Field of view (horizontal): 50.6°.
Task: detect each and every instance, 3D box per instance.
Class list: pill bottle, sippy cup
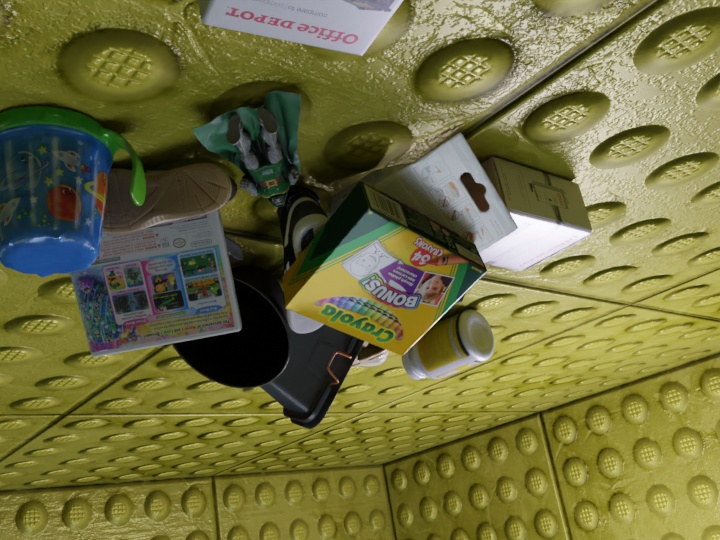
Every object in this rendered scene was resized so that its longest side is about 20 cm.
[{"bbox_3d":[0.184,0.168,1.649,0.110,0.115,0.198,10,151,-43],"label":"pill bottle"},{"bbox_3d":[-0.315,-0.071,0.768,0.175,0.134,0.138,-24,155,34],"label":"sippy cup"}]

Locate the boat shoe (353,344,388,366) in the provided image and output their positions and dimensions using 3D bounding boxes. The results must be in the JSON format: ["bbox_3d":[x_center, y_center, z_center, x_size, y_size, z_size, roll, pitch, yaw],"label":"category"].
[{"bbox_3d":[-0.029,0.178,1.638,0.195,0.074,0.065,-6,151,-19],"label":"boat shoe"}]

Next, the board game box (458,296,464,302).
[{"bbox_3d":[0.109,0.002,1.151,0.197,0.028,0.138,-12,133,-44],"label":"board game box"}]

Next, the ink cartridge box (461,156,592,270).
[{"bbox_3d":[0.210,-0.074,1.086,0.197,0.085,0.146,8,152,-39],"label":"ink cartridge box"}]

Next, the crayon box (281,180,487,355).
[{"bbox_3d":[0.029,0.006,0.947,0.197,0.059,0.173,24,121,-32],"label":"crayon box"}]

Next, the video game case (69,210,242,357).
[{"bbox_3d":[-0.260,0.004,0.952,0.194,0.187,0.024,-10,-163,-3],"label":"video game case"}]

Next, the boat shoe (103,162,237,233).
[{"bbox_3d":[-0.233,-0.081,0.865,0.194,0.074,0.065,-8,176,11],"label":"boat shoe"}]

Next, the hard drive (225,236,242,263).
[{"bbox_3d":[-0.283,-0.015,1.073,0.195,0.027,0.132,-17,158,16],"label":"hard drive"}]

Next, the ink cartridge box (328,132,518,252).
[{"bbox_3d":[0.081,-0.073,0.985,0.197,0.048,0.161,-30,118,18],"label":"ink cartridge box"}]

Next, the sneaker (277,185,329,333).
[{"bbox_3d":[-0.073,-0.022,1.015,0.071,0.113,0.203,-6,134,-17],"label":"sneaker"}]

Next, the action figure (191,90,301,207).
[{"bbox_3d":[-0.107,-0.121,0.861,0.115,0.056,0.200,-14,163,0],"label":"action figure"}]

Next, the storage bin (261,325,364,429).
[{"bbox_3d":[-0.093,0.130,1.229,0.133,0.203,0.145,36,162,-23],"label":"storage bin"}]

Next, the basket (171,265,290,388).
[{"bbox_3d":[-0.174,0.063,1.091,0.178,0.138,0.200,31,-172,-5],"label":"basket"}]

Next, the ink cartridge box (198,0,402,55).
[{"bbox_3d":[-0.018,-0.251,0.522,0.142,0.085,0.200,1,156,-30],"label":"ink cartridge box"}]

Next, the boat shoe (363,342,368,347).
[{"bbox_3d":[-0.007,0.085,1.428,0.072,0.072,0.200,-43,152,0],"label":"boat shoe"}]
